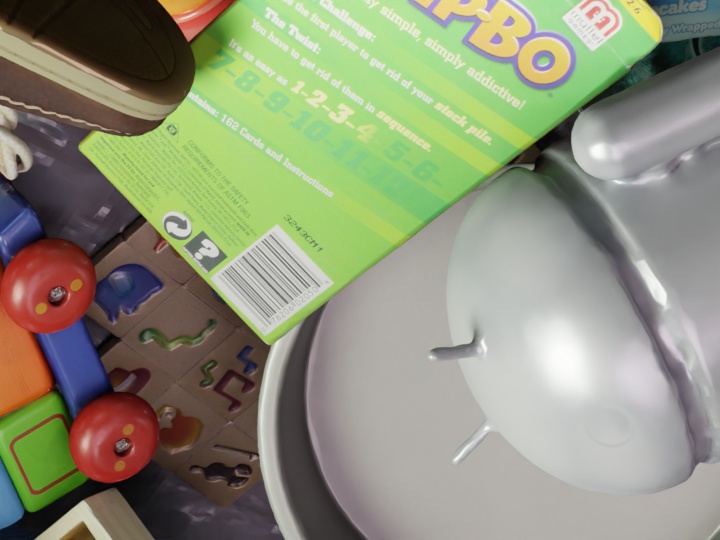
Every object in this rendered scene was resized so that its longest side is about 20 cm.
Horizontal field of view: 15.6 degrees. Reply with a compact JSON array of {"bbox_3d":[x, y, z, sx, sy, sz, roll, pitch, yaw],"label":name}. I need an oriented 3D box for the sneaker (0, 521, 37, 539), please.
[{"bbox_3d":[-0.086,0.138,1.005,0.089,0.200,0.079,-55,167,12],"label":"sneaker"}]

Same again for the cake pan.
[{"bbox_3d":[0.063,0.053,0.943,0.199,0.037,0.202,1,110,2],"label":"cake pan"}]

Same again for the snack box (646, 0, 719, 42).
[{"bbox_3d":[0.132,-0.134,0.836,0.199,0.037,0.117,-8,127,-13],"label":"snack box"}]

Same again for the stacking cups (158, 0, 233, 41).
[{"bbox_3d":[-0.089,-0.133,0.859,0.060,0.061,0.200,-32,132,6],"label":"stacking cups"}]

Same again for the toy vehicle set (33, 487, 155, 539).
[{"bbox_3d":[-0.079,0.195,0.951,0.124,0.200,0.026,-40,172,21],"label":"toy vehicle set"}]

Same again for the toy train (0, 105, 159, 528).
[{"bbox_3d":[-0.157,0.010,0.908,0.115,0.085,0.201,-32,127,-16],"label":"toy train"}]

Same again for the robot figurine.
[{"bbox_3d":[0.111,-0.003,0.837,0.199,0.113,0.170,-28,136,-9],"label":"robot figurine"}]

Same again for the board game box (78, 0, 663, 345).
[{"bbox_3d":[0.002,-0.060,0.838,0.096,0.030,0.200,46,131,-8],"label":"board game box"}]

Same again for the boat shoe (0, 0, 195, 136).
[{"bbox_3d":[-0.151,-0.085,0.836,0.199,0.072,0.072,23,125,-5],"label":"boat shoe"}]

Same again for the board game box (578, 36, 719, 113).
[{"bbox_3d":[0.106,-0.119,0.882,0.135,0.028,0.200,-36,129,9],"label":"board game box"}]

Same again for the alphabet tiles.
[{"bbox_3d":[-0.014,0.008,1.026,0.200,0.008,0.167,-40,129,13],"label":"alphabet tiles"}]

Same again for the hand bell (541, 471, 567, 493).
[{"bbox_3d":[0.000,0.000,0.979,0.199,0.104,0.104,26,115,-20],"label":"hand bell"}]
